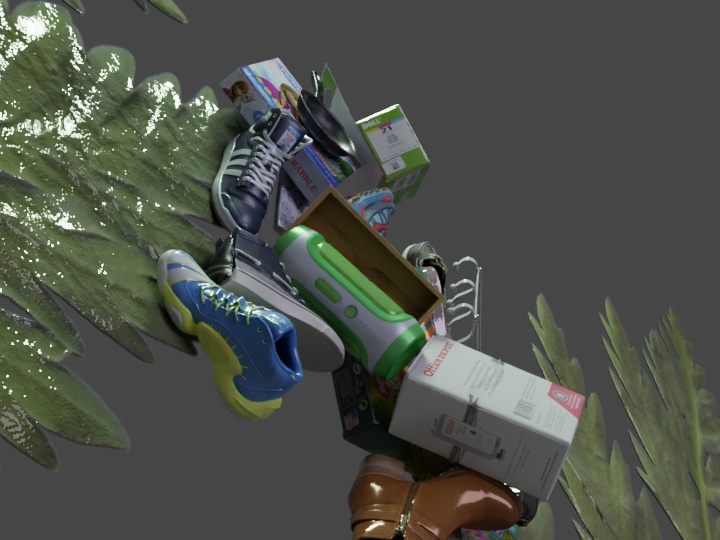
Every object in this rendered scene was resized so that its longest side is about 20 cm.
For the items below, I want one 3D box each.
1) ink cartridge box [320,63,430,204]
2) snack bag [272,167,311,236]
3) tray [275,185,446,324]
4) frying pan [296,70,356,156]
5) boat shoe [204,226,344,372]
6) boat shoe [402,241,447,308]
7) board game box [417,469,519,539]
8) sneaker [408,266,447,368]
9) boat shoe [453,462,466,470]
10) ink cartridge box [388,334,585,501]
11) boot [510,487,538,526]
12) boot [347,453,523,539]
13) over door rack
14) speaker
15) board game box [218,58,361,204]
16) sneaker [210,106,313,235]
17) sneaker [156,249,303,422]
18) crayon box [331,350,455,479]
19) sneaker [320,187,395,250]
[{"bbox_3d":[0.013,-0.203,1.741,0.200,0.076,0.148,63,-14,11],"label":"ink cartridge box"},{"bbox_3d":[-0.044,-0.053,1.599,0.200,0.021,0.189,44,26,-28],"label":"snack bag"},{"bbox_3d":[0.000,0.000,1.468,0.200,0.099,0.037,44,0,-1],"label":"tray"},{"bbox_3d":[-0.063,-0.225,1.622,0.115,0.031,0.190,29,26,-54],"label":"frying pan"},{"bbox_3d":[-0.090,0.031,1.336,0.200,0.075,0.093,40,36,-33],"label":"boat shoe"},{"bbox_3d":[0.098,0.013,1.746,0.072,0.060,0.202,49,25,-19],"label":"boat shoe"},{"bbox_3d":[0.107,0.322,1.357,0.134,0.029,0.200,32,26,0],"label":"board game box"},{"bbox_3d":[0.074,0.093,1.603,0.080,0.071,0.201,-4,73,-17],"label":"sneaker"},{"bbox_3d":[0.145,0.218,1.510,0.202,0.065,0.075,-130,-151,-88],"label":"boat shoe"},{"bbox_3d":[0.150,0.167,1.383,0.200,0.083,0.147,22,22,11],"label":"ink cartridge box"},{"bbox_3d":[0.194,0.316,1.556,0.200,0.077,0.139,-53,138,-43],"label":"boot"},{"bbox_3d":[0.083,0.275,1.285,0.199,0.077,0.155,21,24,-5],"label":"boot"},{"bbox_3d":[0.156,0.103,1.715,0.148,0.066,0.200,-75,154,-59],"label":"over door rack"},{"bbox_3d":[-0.019,0.037,1.390,0.200,0.089,0.088,42,20,15],"label":"speaker"},{"bbox_3d":[-0.090,-0.195,1.619,0.200,0.041,0.200,52,17,-5],"label":"board game box"},{"bbox_3d":[-0.117,-0.124,1.435,0.070,0.108,0.200,42,28,-29],"label":"sneaker"},{"bbox_3d":[-0.124,0.050,1.210,0.200,0.105,0.076,59,23,2],"label":"sneaker"},{"bbox_3d":[0.049,0.177,1.458,0.200,0.051,0.127,34,32,-43],"label":"crayon box"},{"bbox_3d":[-0.004,-0.052,1.587,0.200,0.079,0.096,-28,103,-64],"label":"sneaker"}]
